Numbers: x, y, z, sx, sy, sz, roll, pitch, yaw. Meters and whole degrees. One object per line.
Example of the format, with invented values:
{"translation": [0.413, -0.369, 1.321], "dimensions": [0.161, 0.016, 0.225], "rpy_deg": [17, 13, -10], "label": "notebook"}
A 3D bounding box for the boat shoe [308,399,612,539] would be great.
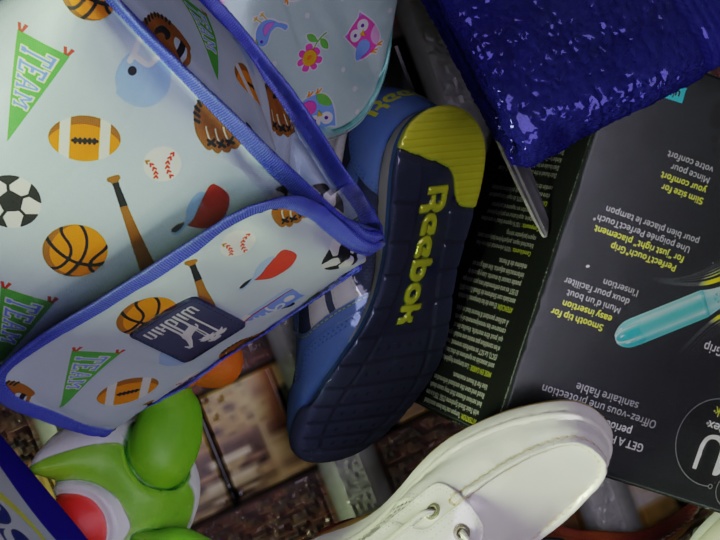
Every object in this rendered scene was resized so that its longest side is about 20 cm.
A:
{"translation": [0.037, 0.136, 1.003], "dimensions": [0.200, 0.069, 0.071], "rpy_deg": [-36, 122, 17], "label": "boat shoe"}

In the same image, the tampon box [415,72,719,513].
{"translation": [0.138, 0.001, 1.087], "dimensions": [0.149, 0.126, 0.201], "rpy_deg": [19, 90, -19], "label": "tampon box"}

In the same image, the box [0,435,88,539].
{"translation": [-0.227, 0.101, 0.894], "dimensions": [0.105, 0.200, 0.184], "rpy_deg": [-44, 77, 10], "label": "box"}

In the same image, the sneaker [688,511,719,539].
{"translation": [0.242, 0.141, 1.058], "dimensions": [0.199, 0.093, 0.071], "rpy_deg": [-25, 107, 11], "label": "sneaker"}

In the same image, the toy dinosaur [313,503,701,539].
{"translation": [0.063, 0.161, 1.127], "dimensions": [0.181, 0.105, 0.200], "rpy_deg": [36, 50, -10], "label": "toy dinosaur"}

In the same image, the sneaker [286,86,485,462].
{"translation": [0.000, 0.000, 1.075], "dimensions": [0.074, 0.082, 0.201], "rpy_deg": [-1, 116, -44], "label": "sneaker"}

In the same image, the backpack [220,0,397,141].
{"translation": [-0.051, -0.154, 1.008], "dimensions": [0.166, 0.127, 0.201], "rpy_deg": [7, 97, -22], "label": "backpack"}

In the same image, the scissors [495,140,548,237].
{"translation": [0.050, -0.107, 1.051], "dimensions": [0.073, 0.014, 0.201], "rpy_deg": [13, 56, -30], "label": "scissors"}

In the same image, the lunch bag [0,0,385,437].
{"translation": [-0.109, -0.034, 0.908], "dimensions": [0.170, 0.124, 0.200], "rpy_deg": [-33, 118, 16], "label": "lunch bag"}

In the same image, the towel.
{"translation": [0.119, -0.148, 0.989], "dimensions": [0.200, 0.050, 0.148], "rpy_deg": [-27, 86, -16], "label": "towel"}

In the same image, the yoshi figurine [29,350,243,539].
{"translation": [-0.089, 0.133, 1.018], "dimensions": [0.111, 0.112, 0.201], "rpy_deg": [0, 75, 11], "label": "yoshi figurine"}
